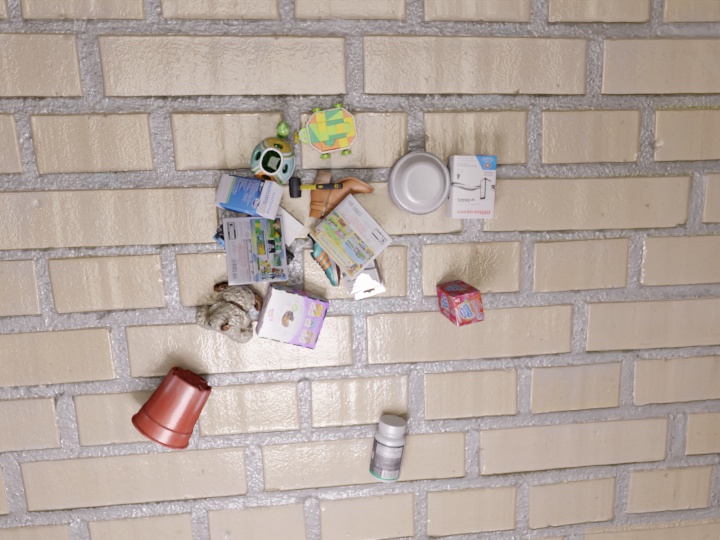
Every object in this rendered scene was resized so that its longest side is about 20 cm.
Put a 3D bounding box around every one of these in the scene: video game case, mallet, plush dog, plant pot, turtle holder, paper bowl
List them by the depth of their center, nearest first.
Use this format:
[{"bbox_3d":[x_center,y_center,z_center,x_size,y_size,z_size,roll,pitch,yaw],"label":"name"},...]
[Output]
[{"bbox_3d":[-0.318,-0.063,1.613,0.180,0.022,0.203,-5,85,-19],"label":"video game case"},{"bbox_3d":[-0.255,-0.345,1.625,0.185,0.132,0.141,-42,101,2],"label":"turtle holder"},{"bbox_3d":[-0.142,-0.249,1.652,0.198,0.041,0.067,11,103,29],"label":"mallet"},{"bbox_3d":[-0.029,-0.105,1.660,0.182,0.023,0.200,-43,91,6],"label":"video game case"},{"bbox_3d":[-0.408,0.120,1.694,0.198,0.160,0.173,25,70,-12],"label":"plush dog"},{"bbox_3d":[-0.587,0.429,1.699,0.200,0.201,0.196,32,87,-10],"label":"plant pot"},{"bbox_3d":[0.190,-0.278,1.700,0.198,0.104,0.203,-1,99,-7],"label":"paper bowl"}]

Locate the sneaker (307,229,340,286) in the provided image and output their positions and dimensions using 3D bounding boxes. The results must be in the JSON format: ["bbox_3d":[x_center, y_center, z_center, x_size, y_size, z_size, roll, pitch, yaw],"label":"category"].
[{"bbox_3d":[-0.118,-0.040,1.729,0.079,0.071,0.202,-11,103,11],"label":"sneaker"}]

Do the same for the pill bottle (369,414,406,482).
[{"bbox_3d":[0.097,0.612,1.835,0.112,0.113,0.202,8,98,-7],"label":"pill bottle"}]

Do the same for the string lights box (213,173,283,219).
[{"bbox_3d":[-0.340,-0.225,1.611,0.198,0.059,0.104,13,82,25],"label":"string lights box"}]

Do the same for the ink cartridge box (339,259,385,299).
[{"bbox_3d":[0.000,0.000,1.731,0.115,0.068,0.202,-17,104,11],"label":"ink cartridge box"}]

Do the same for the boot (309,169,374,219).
[{"bbox_3d":[-0.064,-0.223,1.689,0.198,0.077,0.157,12,92,-3],"label":"boot"}]

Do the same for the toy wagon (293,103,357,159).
[{"bbox_3d":[-0.112,-0.433,1.673,0.198,0.040,0.157,-11,100,-4],"label":"toy wagon"}]

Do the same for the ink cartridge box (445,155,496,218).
[{"bbox_3d":[0.359,-0.270,1.729,0.144,0.084,0.203,-1,99,-6],"label":"ink cartridge box"}]

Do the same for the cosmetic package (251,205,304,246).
[{"bbox_3d":[-0.280,-0.173,1.692,0.200,0.051,0.083,40,91,-11],"label":"cosmetic package"}]

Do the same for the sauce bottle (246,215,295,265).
[{"bbox_3d":[-0.297,-0.093,1.699,0.200,0.065,0.065,40,93,-13],"label":"sauce bottle"}]

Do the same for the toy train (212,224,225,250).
[{"bbox_3d":[-0.373,-0.065,1.667,0.200,0.114,0.087,42,73,-10],"label":"toy train"}]

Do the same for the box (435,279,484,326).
[{"bbox_3d":[0.320,0.103,1.729,0.094,0.200,0.101,-11,101,-6],"label":"box"}]

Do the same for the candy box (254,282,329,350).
[{"bbox_3d":[-0.221,0.148,1.722,0.198,0.072,0.169,17,98,-22],"label":"candy box"}]
